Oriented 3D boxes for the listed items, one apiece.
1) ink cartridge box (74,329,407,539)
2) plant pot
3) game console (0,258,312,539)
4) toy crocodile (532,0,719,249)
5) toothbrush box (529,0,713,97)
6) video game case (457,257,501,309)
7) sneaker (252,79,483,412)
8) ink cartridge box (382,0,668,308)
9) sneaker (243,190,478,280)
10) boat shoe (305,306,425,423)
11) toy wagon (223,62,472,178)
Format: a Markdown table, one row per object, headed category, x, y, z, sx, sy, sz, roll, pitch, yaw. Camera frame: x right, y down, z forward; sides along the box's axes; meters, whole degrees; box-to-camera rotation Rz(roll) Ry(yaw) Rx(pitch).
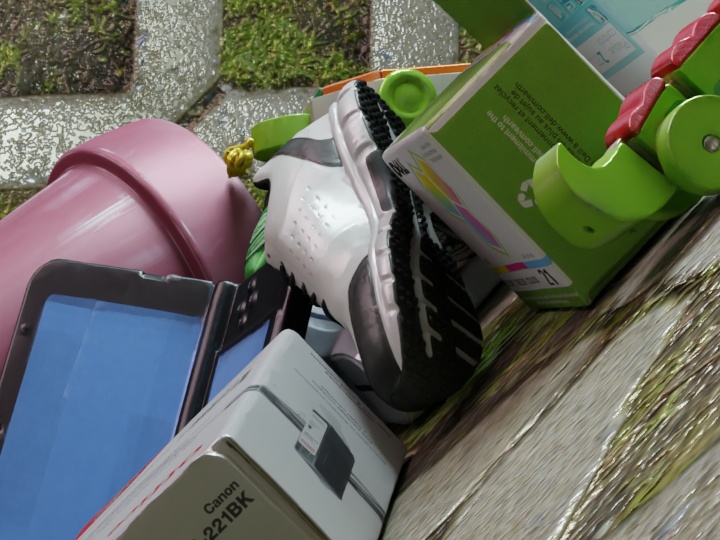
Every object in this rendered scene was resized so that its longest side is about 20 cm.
| category | x | y | z | sx | sy | sz | roll | pitch | yaw |
| --- | --- | --- | --- | --- | --- | --- | --- | --- | --- |
| ink cartridge box | -0.064 | 0.120 | 1.097 | 0.144 | 0.084 | 0.200 | -44 | 3 | 12 |
| plant pot | -0.158 | 0.036 | 1.488 | 0.179 | 0.201 | 0.200 | -27 | -7 | -29 |
| game console | -0.116 | 0.081 | 1.311 | 0.176 | 0.116 | 0.201 | 145 | 141 | -65 |
| toy crocodile | 0.147 | -0.081 | 1.050 | 0.200 | 0.062 | 0.067 | -47 | 4 | -16 |
| toothbrush box | 0.106 | -0.158 | 1.289 | 0.085 | 0.200 | 0.146 | -48 | 5 | -16 |
| video game case | 0.069 | -0.008 | 1.496 | 0.200 | 0.023 | 0.182 | -48 | 4 | -13 |
| sneaker | 0.000 | 0.000 | 1.222 | 0.080 | 0.074 | 0.200 | -33 | 38 | 16 |
| ink cartridge box | 0.042 | -0.080 | 1.145 | 0.076 | 0.200 | 0.148 | -46 | 3 | -5 |
| sneaker | 0.028 | -0.018 | 1.373 | 0.199 | 0.078 | 0.085 | -14 | 35 | 31 |
| boat shoe | 0.011 | 0.040 | 1.320 | 0.067 | 0.074 | 0.200 | -43 | 15 | -13 |
| toy wagon | 0.022 | -0.081 | 1.446 | 0.199 | 0.040 | 0.155 | -5 | -11 | -11 |
